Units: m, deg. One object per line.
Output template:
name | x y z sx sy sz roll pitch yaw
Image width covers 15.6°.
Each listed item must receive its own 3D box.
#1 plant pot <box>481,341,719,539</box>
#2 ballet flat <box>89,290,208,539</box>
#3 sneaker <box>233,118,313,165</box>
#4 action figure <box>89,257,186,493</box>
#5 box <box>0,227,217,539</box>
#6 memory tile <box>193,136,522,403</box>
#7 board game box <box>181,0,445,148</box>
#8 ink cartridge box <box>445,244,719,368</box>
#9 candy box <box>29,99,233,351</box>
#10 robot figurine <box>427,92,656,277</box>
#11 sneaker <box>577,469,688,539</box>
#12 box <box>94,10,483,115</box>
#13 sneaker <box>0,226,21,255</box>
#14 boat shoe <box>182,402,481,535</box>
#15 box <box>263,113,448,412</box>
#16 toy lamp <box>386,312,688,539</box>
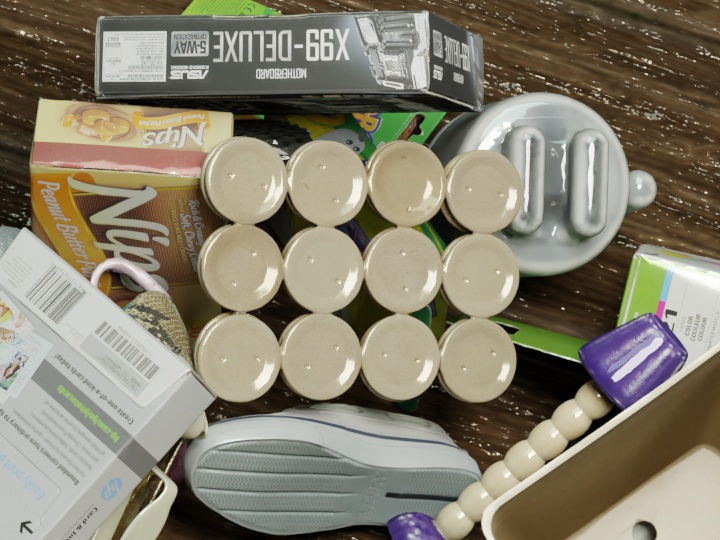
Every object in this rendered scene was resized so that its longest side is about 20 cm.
plant pot | 0.192 0.167 1.430 0.200 0.177 0.200 -34 82 -8
ballet flat | -0.125 0.108 1.470 0.075 0.068 0.200 6 69 47
sneaker | -0.108 -0.047 1.656 0.200 0.090 0.070 2 10 34
action figure | -0.175 0.111 1.518 0.134 0.149 0.200 38 42 17
box | -0.199 0.095 1.446 0.156 0.041 0.200 37 81 34
memory tile | 0.000 0.000 1.518 0.200 0.017 0.153 2 88 -22
board game box | -0.042 -0.125 1.804 0.200 0.030 0.096 24 52 17
ink cartridge box | 0.163 0.021 1.619 0.200 0.076 0.148 14 5 7
candy box | -0.138 -0.016 1.586 0.115 0.200 0.055 3 51 -4
robot figurine | 0.100 -0.052 1.666 0.169 0.200 0.113 6 88 -11
sneaker | 0.144 0.142 1.561 0.200 0.081 0.077 -35 63 -29
box | -0.039 -0.121 1.564 0.200 0.158 0.050 0 89 13
sneaker | -0.281 0.041 1.609 0.115 0.075 0.200 13 44 5
boat shoe | -0.024 0.113 1.559 0.200 0.074 0.067 13 27 -34
box | 0.001 -0.016 1.657 0.048 0.117 0.200 -18 55 -20
toy lamp | 0.105 0.101 1.532 0.200 0.058 0.058 -40 56 10
